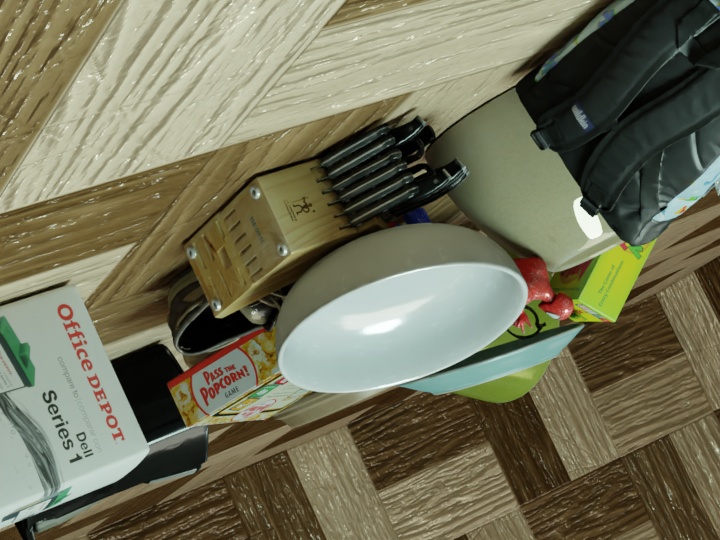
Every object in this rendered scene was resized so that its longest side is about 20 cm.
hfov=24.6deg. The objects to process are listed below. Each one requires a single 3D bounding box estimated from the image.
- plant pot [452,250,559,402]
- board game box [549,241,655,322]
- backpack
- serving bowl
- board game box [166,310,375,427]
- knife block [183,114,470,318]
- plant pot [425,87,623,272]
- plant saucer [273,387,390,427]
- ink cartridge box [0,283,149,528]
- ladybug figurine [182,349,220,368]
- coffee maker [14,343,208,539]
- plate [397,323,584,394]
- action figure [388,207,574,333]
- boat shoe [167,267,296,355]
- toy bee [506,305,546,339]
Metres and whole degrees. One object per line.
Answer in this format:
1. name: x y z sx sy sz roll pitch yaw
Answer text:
1. plant pot: 0.085 0.048 1.825 0.199 0.188 0.187 7 151 -41
2. board game box: 0.264 -0.046 1.675 0.201 0.047 0.102 -62 -167 -9
3. backpack: 0.228 -0.138 1.182 0.153 0.164 0.200 -31 167 -25
4. serving bowl: 0.025 0.020 1.266 0.199 0.066 0.200 -14 153 -7
5. board game box: -0.048 0.069 1.442 0.199 0.047 0.151 -32 166 19
6. knife block: -0.020 -0.045 1.265 0.175 0.064 0.200 -18 168 -36
7. plant pot: 0.171 -0.078 1.379 0.199 0.135 0.200 -24 171 -4
8. plant saucer: 0.002 0.112 1.654 0.199 0.030 0.200 -23 178 -1
9. ink cartridge box: -0.274 0.111 1.200 0.199 0.147 0.084 -20 169 -34
10. ladybug figurine: -0.079 0.029 1.504 0.199 0.072 0.136 -19 168 -31
11. coffee maker: -0.252 0.164 1.607 0.199 0.135 0.192 -22 170 -22
12. plate: 0.133 0.094 1.667 0.199 0.026 0.200 -17 179 0
13. action figure: 0.078 0.010 1.367 0.065 0.199 0.099 -53 161 -47
14. boat shoe: -0.076 0.016 1.347 0.199 0.074 0.074 -31 128 30
15. toy bee: 0.183 -0.049 1.639 0.109 0.131 0.200 -43 168 -45
